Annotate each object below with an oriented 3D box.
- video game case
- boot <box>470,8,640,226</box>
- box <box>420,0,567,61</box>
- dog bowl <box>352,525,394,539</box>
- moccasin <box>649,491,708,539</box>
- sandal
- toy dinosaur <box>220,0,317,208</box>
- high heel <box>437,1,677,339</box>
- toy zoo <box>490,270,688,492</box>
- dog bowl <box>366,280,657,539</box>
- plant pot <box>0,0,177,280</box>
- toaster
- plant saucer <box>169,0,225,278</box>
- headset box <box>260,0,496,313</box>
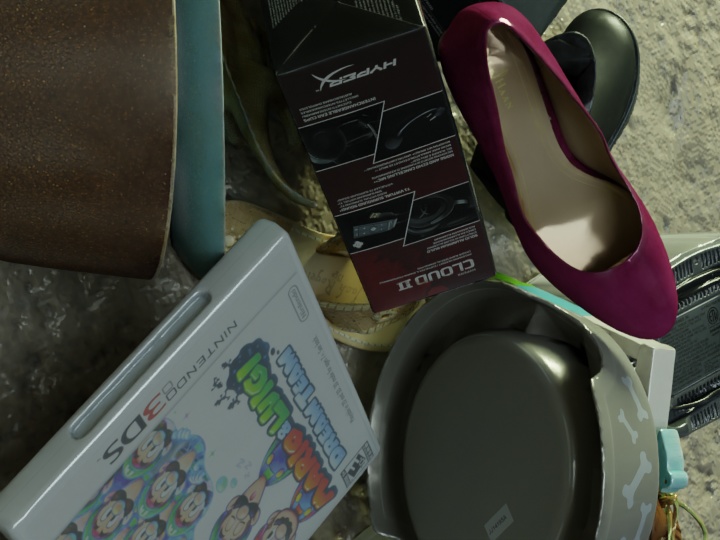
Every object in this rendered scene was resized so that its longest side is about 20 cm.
[{"bbox_3d":[-0.073,0.102,0.649,0.182,0.024,0.201,-48,145,-21],"label":"video game case"},{"bbox_3d":[0.123,-0.106,0.793,0.200,0.065,0.167,29,78,-74],"label":"boot"},{"bbox_3d":[0.018,-0.218,0.740,0.079,0.140,0.200,-51,119,-20],"label":"box"},{"bbox_3d":[0.051,0.258,0.843,0.198,0.058,0.203,-2,94,-34],"label":"dog bowl"},{"bbox_3d":[0.169,0.160,0.818,0.076,0.074,0.204,-6,125,-5],"label":"moccasin"},{"bbox_3d":[-0.001,0.006,0.783,0.210,0.069,0.079,15,84,-35],"label":"sandal"},{"bbox_3d":[-0.062,-0.098,0.709,0.057,0.101,0.203,-16,66,4],"label":"toy dinosaur"},{"bbox_3d":[0.102,-0.041,0.647,0.067,0.096,0.201,-40,98,1],"label":"high heel"},{"bbox_3d":[0.115,0.087,0.776,0.020,0.199,0.133,6,103,-35],"label":"toy zoo"},{"bbox_3d":[0.084,0.109,0.736,0.058,0.199,0.203,6,90,-35],"label":"dog bowl"},{"bbox_3d":[-0.194,-0.089,0.592,0.197,0.187,0.190,-1,94,-16],"label":"plant pot"},{"bbox_3d":[0.187,0.043,0.881,0.198,0.128,0.115,-23,105,-32],"label":"toaster"},{"bbox_3d":[-0.086,-0.093,0.655,0.027,0.200,0.204,-3,95,-9],"label":"plant saucer"},{"bbox_3d":[0.009,-0.089,0.696,0.076,0.150,0.201,-16,139,4],"label":"headset box"}]
